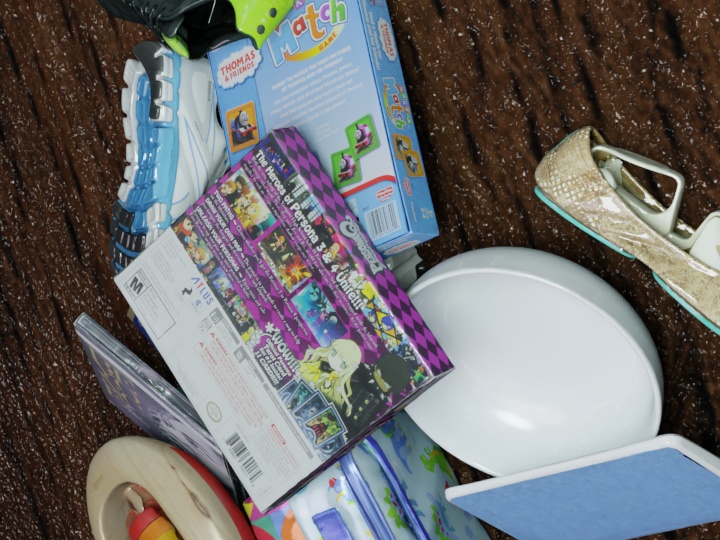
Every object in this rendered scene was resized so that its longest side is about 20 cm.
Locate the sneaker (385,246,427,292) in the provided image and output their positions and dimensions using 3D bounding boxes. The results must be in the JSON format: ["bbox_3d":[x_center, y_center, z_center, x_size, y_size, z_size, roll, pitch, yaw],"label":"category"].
[{"bbox_3d":[0.000,0.000,1.477,0.090,0.066,0.202,0,108,37],"label":"sneaker"}]

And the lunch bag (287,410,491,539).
[{"bbox_3d":[0.027,0.196,1.485,0.082,0.161,0.201,-25,95,23],"label":"lunch bag"}]

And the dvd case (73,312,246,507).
[{"bbox_3d":[-0.153,0.114,1.588,0.148,0.016,0.200,39,164,13],"label":"dvd case"}]

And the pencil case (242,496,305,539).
[{"bbox_3d":[-0.014,0.241,1.565,0.088,0.088,0.201,-27,85,39],"label":"pencil case"}]

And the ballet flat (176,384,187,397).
[{"bbox_3d":[-0.064,0.092,1.571,0.199,0.068,0.062,-18,119,45],"label":"ballet flat"}]

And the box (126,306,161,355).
[{"bbox_3d":[-0.100,0.039,1.526,0.200,0.032,0.122,44,124,37],"label":"box"}]

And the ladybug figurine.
[{"bbox_3d":[-0.136,0.213,1.582,0.200,0.072,0.136,54,129,21],"label":"ladybug figurine"}]

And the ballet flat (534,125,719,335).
[{"bbox_3d":[0.204,-0.025,1.328,0.199,0.070,0.066,36,113,10],"label":"ballet flat"}]

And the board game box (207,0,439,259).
[{"bbox_3d":[-0.030,-0.096,1.416,0.151,0.036,0.202,-23,74,39],"label":"board game box"}]

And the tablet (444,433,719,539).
[{"bbox_3d":[0.172,0.158,1.421,0.199,0.014,0.130,-18,143,39],"label":"tablet"}]

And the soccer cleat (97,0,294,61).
[{"bbox_3d":[-0.129,-0.189,1.440,0.199,0.081,0.068,4,148,44],"label":"soccer cleat"}]

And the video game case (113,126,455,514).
[{"bbox_3d":[-0.056,0.035,1.386,0.181,0.036,0.201,-41,78,31],"label":"video game case"}]

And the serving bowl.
[{"bbox_3d":[0.119,0.057,1.407,0.199,0.066,0.201,15,135,16],"label":"serving bowl"}]

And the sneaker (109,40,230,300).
[{"bbox_3d":[-0.130,-0.064,1.497,0.075,0.086,0.202,20,105,53],"label":"sneaker"}]
